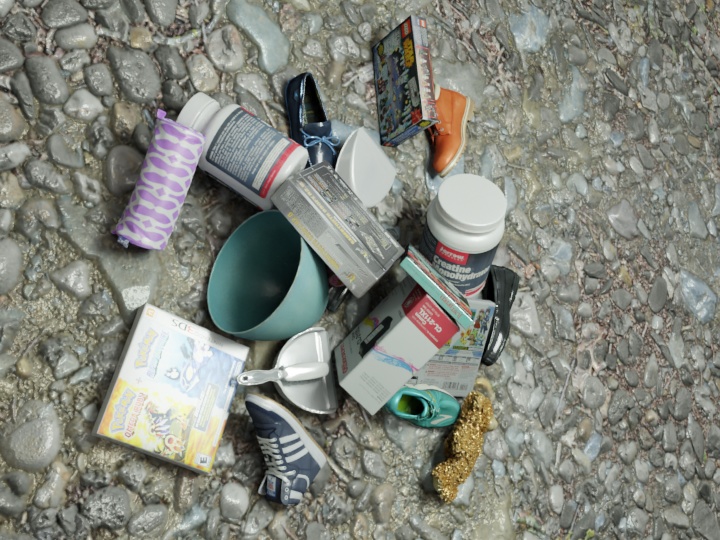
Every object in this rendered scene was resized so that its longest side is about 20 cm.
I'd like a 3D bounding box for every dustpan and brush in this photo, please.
[{"bbox_3d":[-0.115,0.166,1.250,0.196,0.057,0.143,-3,79,-33],"label":"dustpan and brush"},{"bbox_3d":[-0.015,-0.135,1.399,0.140,0.056,0.203,44,57,-43],"label":"dustpan and brush"}]

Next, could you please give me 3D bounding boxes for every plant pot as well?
[{"bbox_3d":[-0.125,0.027,1.227,0.134,0.197,0.204,34,61,-44],"label":"plant pot"}]

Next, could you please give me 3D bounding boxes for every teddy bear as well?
[{"bbox_3d":[0.188,0.317,1.376,0.201,0.066,0.147,-53,144,-30],"label":"teddy bear"}]

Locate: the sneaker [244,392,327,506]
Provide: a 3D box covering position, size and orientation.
[{"bbox_3d":[-0.131,0.281,1.191,0.109,0.069,0.201,-56,131,-27],"label":"sneaker"}]

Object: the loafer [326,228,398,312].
[{"bbox_3d":[0.000,0.000,1.362,0.200,0.068,0.070,-39,76,-26],"label":"loafer"}]

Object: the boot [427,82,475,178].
[{"bbox_3d":[0.157,-0.278,1.539,0.106,0.075,0.203,26,57,-20],"label":"boot"}]

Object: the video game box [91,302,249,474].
[{"bbox_3d":[-0.278,0.176,1.166,0.180,0.047,0.204,25,66,-22],"label":"video game box"}]

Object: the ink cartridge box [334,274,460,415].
[{"bbox_3d":[0.053,0.114,1.265,0.083,0.146,0.200,43,98,-15],"label":"ink cartridge box"}]

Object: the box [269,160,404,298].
[{"bbox_3d":[-0.030,-0.068,1.199,0.200,0.048,0.158,48,26,0],"label":"box"}]

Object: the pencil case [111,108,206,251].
[{"bbox_3d":[-0.301,-0.128,1.169,0.084,0.084,0.204,25,93,20],"label":"pencil case"}]

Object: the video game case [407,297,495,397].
[{"bbox_3d":[0.140,0.135,1.402,0.196,0.022,0.186,8,102,-30],"label":"video game case"}]

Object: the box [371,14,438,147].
[{"bbox_3d":[0.080,-0.352,1.464,0.039,0.136,0.205,2,76,-33],"label":"box"}]

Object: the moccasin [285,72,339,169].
[{"bbox_3d":[-0.087,-0.248,1.375,0.079,0.068,0.204,-20,91,-34],"label":"moccasin"}]

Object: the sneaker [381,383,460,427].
[{"bbox_3d":[0.103,0.240,1.353,0.197,0.079,0.079,18,92,-36],"label":"sneaker"}]

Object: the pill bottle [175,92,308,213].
[{"bbox_3d":[-0.193,-0.192,1.244,0.198,0.120,0.121,33,61,2],"label":"pill bottle"}]

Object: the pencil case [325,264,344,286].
[{"bbox_3d":[-0.057,-0.070,1.307,0.202,0.086,0.083,61,12,21],"label":"pencil case"}]

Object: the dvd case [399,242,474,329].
[{"bbox_3d":[0.123,0.020,1.275,0.146,0.200,0.022,44,100,-3],"label":"dvd case"}]

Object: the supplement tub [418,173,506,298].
[{"bbox_3d":[0.178,-0.056,1.397,0.137,0.202,0.143,4,49,-5],"label":"supplement tub"}]

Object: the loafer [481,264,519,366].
[{"bbox_3d":[0.252,0.084,1.503,0.069,0.068,0.204,21,64,-10],"label":"loafer"}]
